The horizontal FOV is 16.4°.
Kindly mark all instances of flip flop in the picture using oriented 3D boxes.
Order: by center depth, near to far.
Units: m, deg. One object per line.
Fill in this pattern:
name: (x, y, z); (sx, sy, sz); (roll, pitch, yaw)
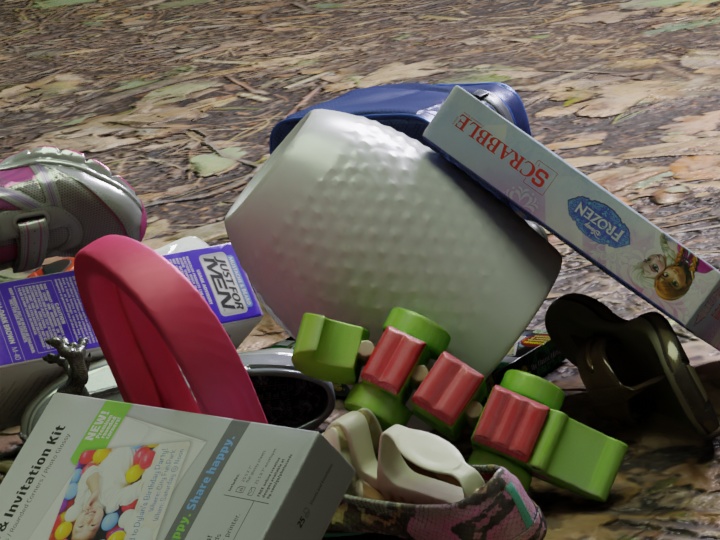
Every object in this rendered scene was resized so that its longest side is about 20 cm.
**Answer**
flip flop: (0.155, 0.062, 1.513); (0.057, 0.081, 0.200); (-33, 21, -13)

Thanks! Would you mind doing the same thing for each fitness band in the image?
fitness band: (-0.095, 0.064, 1.376); (0.037, 0.200, 0.144); (-34, 40, -18)

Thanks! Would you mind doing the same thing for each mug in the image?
mug: (0.000, 0.000, 1.545); (0.148, 0.175, 0.200); (-55, 8, -32)

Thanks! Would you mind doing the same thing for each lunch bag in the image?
lunch bag: (0.047, -0.075, 1.929); (0.199, 0.136, 0.132); (3, 20, 36)

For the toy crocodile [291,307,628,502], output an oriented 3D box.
toy crocodile: (0.055, 0.074, 1.412); (0.199, 0.068, 0.062); (27, -12, 10)

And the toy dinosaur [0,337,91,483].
toy dinosaur: (-0.169, 0.087, 1.479); (0.047, 0.089, 0.200); (-3, -11, -28)

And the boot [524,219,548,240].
boot: (0.021, 0.000, 1.734); (0.199, 0.068, 0.131); (-10, -10, 26)

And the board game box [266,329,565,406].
board game box: (0.029, 0.060, 1.676); (0.199, 0.024, 0.105); (3, 22, 36)

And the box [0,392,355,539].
box: (-0.117, 0.144, 1.272); (0.199, 0.041, 0.156); (5, 57, 43)

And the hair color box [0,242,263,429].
hair color box: (-0.177, 0.046, 1.632); (0.199, 0.065, 0.109); (-9, -24, -33)

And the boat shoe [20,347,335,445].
boat shoe: (-0.112, 0.087, 1.562); (0.200, 0.070, 0.071); (-9, 7, -13)

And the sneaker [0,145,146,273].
sneaker: (-0.237, -0.025, 1.593); (0.199, 0.082, 0.088); (4, 48, 0)

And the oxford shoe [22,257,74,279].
oxford shoe: (-0.259, 0.073, 1.714); (0.200, 0.073, 0.071); (-34, 19, -13)

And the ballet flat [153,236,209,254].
ballet flat: (-0.163, 0.025, 1.848); (0.069, 0.070, 0.200); (4, 19, 39)

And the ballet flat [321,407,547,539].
ballet flat: (0.018, 0.116, 1.385); (0.200, 0.071, 0.069); (7, 33, 45)

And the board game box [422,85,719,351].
board game box: (0.148, -0.027, 1.548); (0.200, 0.041, 0.199); (37, 4, 17)
